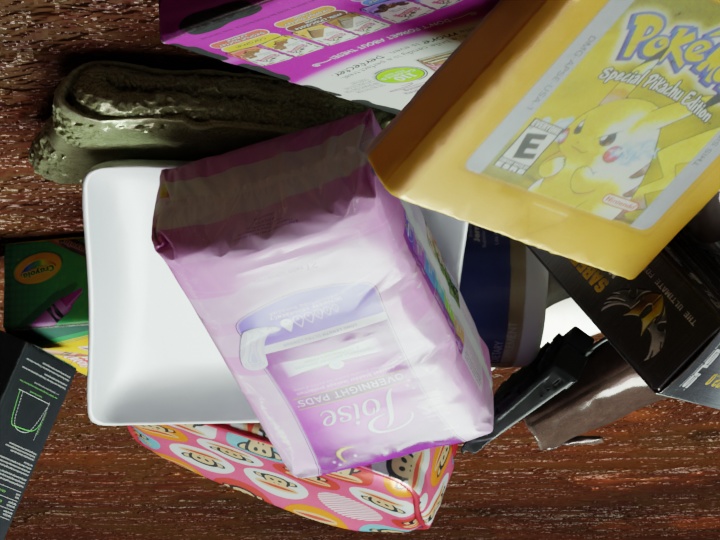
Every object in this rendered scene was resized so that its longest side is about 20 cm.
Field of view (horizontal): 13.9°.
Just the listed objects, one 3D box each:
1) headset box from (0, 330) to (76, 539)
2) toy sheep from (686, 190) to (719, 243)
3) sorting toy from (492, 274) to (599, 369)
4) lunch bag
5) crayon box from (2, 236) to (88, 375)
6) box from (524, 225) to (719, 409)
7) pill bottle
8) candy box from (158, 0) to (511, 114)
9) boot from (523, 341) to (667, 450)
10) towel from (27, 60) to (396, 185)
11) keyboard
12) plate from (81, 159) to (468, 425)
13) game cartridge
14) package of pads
[{"bbox_3d":[-0.300,0.113,1.817,0.174,0.200,0.093,22,174,19],"label":"headset box"},{"bbox_3d":[0.205,-0.063,1.386,0.200,0.138,0.138,21,170,10],"label":"toy sheep"},{"bbox_3d":[0.092,0.024,1.832,0.180,0.107,0.200,-7,166,-11],"label":"sorting toy"},{"bbox_3d":[-0.045,0.088,1.751,0.200,0.082,0.176,18,166,9],"label":"lunch bag"},{"bbox_3d":[-0.137,0.027,1.884,0.119,0.058,0.200,-5,166,15],"label":"crayon box"},{"bbox_3d":[0.130,-0.017,1.439,0.048,0.200,0.158,-46,154,15],"label":"box"},{"bbox_3d":[0.000,0.000,1.668,0.200,0.111,0.111,0,167,-6],"label":"pill bottle"},{"bbox_3d":[0.029,-0.120,1.273,0.136,0.061,0.200,-15,160,38],"label":"candy box"},{"bbox_3d":[0.177,0.051,1.828,0.166,0.072,0.200,-30,174,8],"label":"boot"},{"bbox_3d":[-0.066,-0.072,1.527,0.200,0.037,0.148,1,167,-13],"label":"towel"},{"bbox_3d":[0.113,0.051,1.677,0.127,0.021,0.200,-36,-179,8],"label":"keyboard"},{"bbox_3d":[-0.046,0.006,1.566,0.199,0.032,0.200,0,137,-4],"label":"plate"},{"bbox_3d":[0.125,-0.088,1.248,0.176,0.032,0.200,17,125,-46],"label":"game cartridge"},{"bbox_3d":[-0.017,0.016,1.502,0.120,0.076,0.200,-14,135,13],"label":"package of pads"}]
